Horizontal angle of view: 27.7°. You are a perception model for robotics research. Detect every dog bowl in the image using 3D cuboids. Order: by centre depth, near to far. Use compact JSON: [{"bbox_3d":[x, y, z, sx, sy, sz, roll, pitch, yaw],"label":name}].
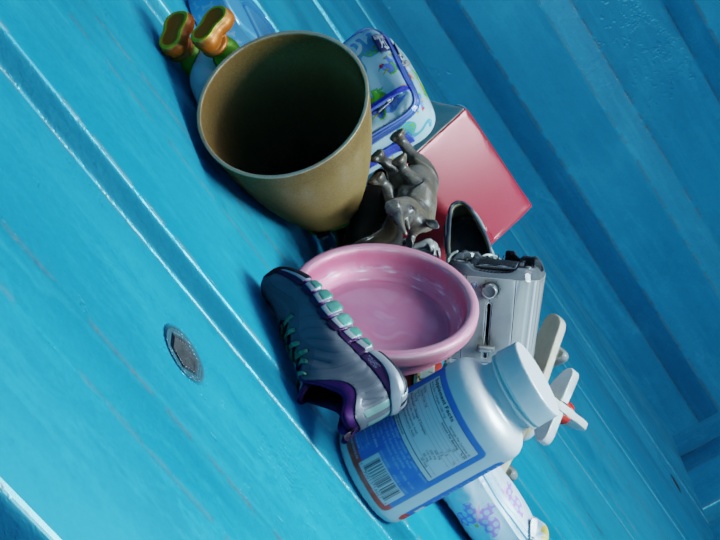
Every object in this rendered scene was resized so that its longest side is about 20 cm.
[{"bbox_3d":[-0.158,-0.311,1.889,0.112,0.050,0.200,63,14,18],"label":"dog bowl"}]

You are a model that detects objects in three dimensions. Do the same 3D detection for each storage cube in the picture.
[{"bbox_3d":[0.090,-0.112,1.996,0.180,0.200,0.171,53,-10,-26],"label":"storage cube"}]

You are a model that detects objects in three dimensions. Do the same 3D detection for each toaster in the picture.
[{"bbox_3d":[0.152,0.048,1.685,0.200,0.113,0.129,-39,134,-80],"label":"toaster"}]

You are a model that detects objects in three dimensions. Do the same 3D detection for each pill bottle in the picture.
[{"bbox_3d":[0.089,0.154,1.428,0.112,0.200,0.112,55,13,-19],"label":"pill bottle"}]

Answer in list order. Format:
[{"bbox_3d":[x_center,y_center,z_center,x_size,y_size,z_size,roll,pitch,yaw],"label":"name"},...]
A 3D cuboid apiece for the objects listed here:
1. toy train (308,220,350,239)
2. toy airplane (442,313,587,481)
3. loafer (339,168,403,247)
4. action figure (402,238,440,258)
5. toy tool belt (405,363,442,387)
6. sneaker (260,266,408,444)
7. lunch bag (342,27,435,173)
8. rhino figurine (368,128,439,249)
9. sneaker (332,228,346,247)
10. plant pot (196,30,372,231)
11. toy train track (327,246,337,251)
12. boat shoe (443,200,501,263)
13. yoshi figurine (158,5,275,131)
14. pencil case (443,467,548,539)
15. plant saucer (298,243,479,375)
[{"bbox_3d":[-0.064,-0.136,1.754,0.042,0.056,0.200,146,-75,-81],"label":"toy train"},{"bbox_3d":[0.193,0.169,1.798,0.141,0.200,0.199,51,14,-49],"label":"toy airplane"},{"bbox_3d":[0.009,-0.062,1.721,0.071,0.073,0.200,57,23,-16],"label":"loafer"},{"bbox_3d":[0.063,0.015,1.875,0.119,0.102,0.200,67,1,-56],"label":"action figure"},{"bbox_3d":[0.031,0.079,1.639,0.200,0.123,0.125,-85,175,-57],"label":"toy tool belt"},{"bbox_3d":[-0.047,0.077,1.401,0.200,0.087,0.074,42,-32,27],"label":"sneaker"},{"bbox_3d":[-0.015,-0.194,1.824,0.082,0.200,0.161,38,26,-57],"label":"lunch bag"},{"bbox_3d":[0.055,-0.086,1.655,0.087,0.060,0.200,50,18,-19],"label":"rhino figurine"},{"bbox_3d":[0.000,0.000,1.794,0.075,0.070,0.200,4,55,-42],"label":"sneaker"},{"bbox_3d":[-0.062,-0.129,1.611,0.200,0.186,0.187,66,1,-59],"label":"plant pot"},{"bbox_3d":[0.053,0.018,1.749,0.200,0.033,0.115,23,62,-12],"label":"toy train track"},{"bbox_3d":[0.143,-0.003,1.840,0.062,0.075,0.200,75,8,-51],"label":"boat shoe"},{"bbox_3d":[-0.135,-0.227,1.664,0.200,0.112,0.112,51,8,-44],"label":"yoshi figurine"},{"bbox_3d":[0.133,0.249,1.646,0.200,0.083,0.091,55,-9,-16],"label":"pencil case"},{"bbox_3d":[0.023,0.046,1.537,0.201,0.200,0.051,-103,-163,-53],"label":"plant saucer"}]
